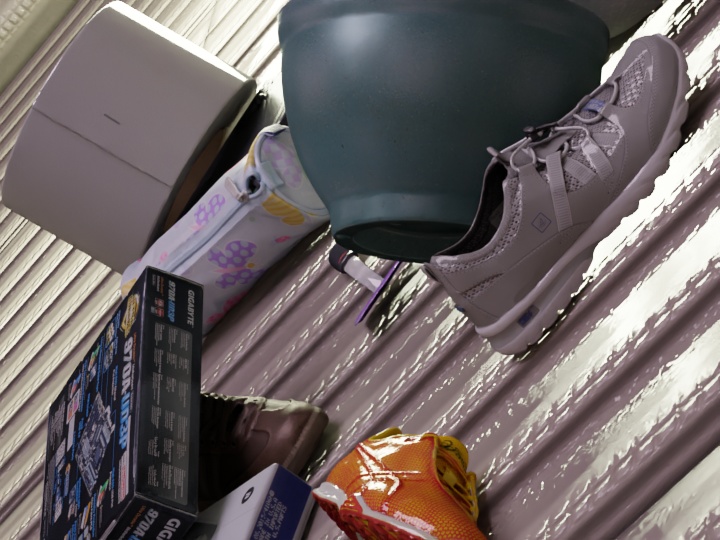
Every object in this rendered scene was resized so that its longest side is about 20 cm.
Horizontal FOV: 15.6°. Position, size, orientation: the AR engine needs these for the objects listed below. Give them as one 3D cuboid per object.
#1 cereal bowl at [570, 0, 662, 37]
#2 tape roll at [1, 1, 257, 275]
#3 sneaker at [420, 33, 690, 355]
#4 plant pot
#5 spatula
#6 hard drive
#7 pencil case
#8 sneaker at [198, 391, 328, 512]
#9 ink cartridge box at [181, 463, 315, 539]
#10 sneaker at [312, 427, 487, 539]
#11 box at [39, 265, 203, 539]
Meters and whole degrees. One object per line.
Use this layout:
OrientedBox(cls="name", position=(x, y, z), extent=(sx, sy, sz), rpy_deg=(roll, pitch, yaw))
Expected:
OrientedBox(cls="cereal bowl", position=(0.155, -0.207, 1.631), extent=(0.200, 0.083, 0.200), rpy_deg=(-44, 14, 14))
OrientedBox(cls="tape roll", position=(-0.196, -0.108, 2.234), extent=(0.203, 0.139, 0.203), rpy_deg=(-59, -6, -10))
OrientedBox(cls="sneaker", position=(0.111, -0.054, 1.462), extent=(0.201, 0.082, 0.075), rpy_deg=(-57, 16, -9))
OrientedBox(cls="plant pot", position=(0.045, -0.079, 1.558), extent=(0.200, 0.199, 0.135), rpy_deg=(161, 115, -63))
OrientedBox(cls="spatula", position=(0.000, 0.000, 1.781), extent=(0.057, 0.020, 0.200), rpy_deg=(-55, 15, 2))
OrientedBox(cls="hard drive", position=(-0.095, -0.076, 2.169), extent=(0.201, 0.042, 0.135), rpy_deg=(-59, 17, -17))
OrientedBox(cls="pencil case", position=(-0.100, -0.023, 1.998), extent=(0.200, 0.083, 0.091), rpy_deg=(-43, -3, 37))
OrientedBox(cls="sneaker", position=(-0.094, 0.114, 1.715), extent=(0.200, 0.075, 0.071), rpy_deg=(-27, 30, 59))
OrientedBox(cls="ink cartridge box", position=(-0.120, 0.235, 1.604), extent=(0.200, 0.040, 0.200), rpy_deg=(-39, 22, 43))
OrientedBox(cls="sneaker", position=(0.029, 0.117, 1.373), extent=(0.077, 0.073, 0.200), rpy_deg=(-45, 18, -6))
OrientedBox(cls="box", position=(-0.156, 0.121, 1.697), extent=(0.159, 0.046, 0.201), rpy_deg=(-53, 27, 37))
